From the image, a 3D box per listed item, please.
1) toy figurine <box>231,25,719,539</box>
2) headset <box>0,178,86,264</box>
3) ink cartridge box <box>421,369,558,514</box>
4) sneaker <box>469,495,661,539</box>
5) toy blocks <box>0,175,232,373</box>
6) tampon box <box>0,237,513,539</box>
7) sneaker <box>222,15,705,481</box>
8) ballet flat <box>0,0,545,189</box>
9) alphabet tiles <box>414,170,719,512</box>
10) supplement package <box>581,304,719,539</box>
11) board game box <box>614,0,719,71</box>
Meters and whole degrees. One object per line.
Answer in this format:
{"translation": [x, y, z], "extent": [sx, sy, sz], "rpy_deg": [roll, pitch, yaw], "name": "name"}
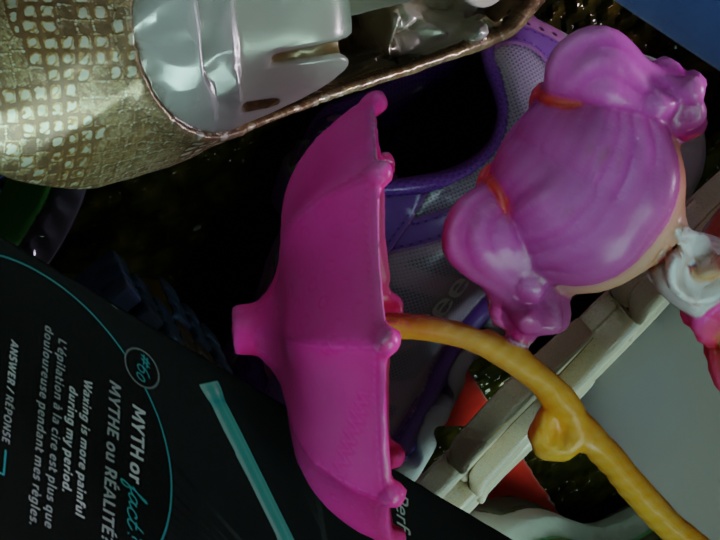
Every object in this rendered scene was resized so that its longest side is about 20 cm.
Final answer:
{"translation": [0.070, 0.019, 0.660], "extent": [0.184, 0.150, 0.200], "rpy_deg": [35, 96, -12], "name": "toy figurine"}
{"translation": [-0.154, -0.045, 0.671], "extent": [0.200, 0.094, 0.124], "rpy_deg": [7, 91, -40], "name": "headset"}
{"translation": [-0.030, 0.116, 0.954], "extent": [0.200, 0.050, 0.162], "rpy_deg": [-32, 142, 1], "name": "ink cartridge box"}
{"translation": [0.100, 0.127, 1.011], "extent": [0.200, 0.089, 0.077], "rpy_deg": [0, 121, -47], "name": "sneaker"}
{"translation": [-0.093, 0.047, 0.786], "extent": [0.137, 0.100, 0.200], "rpy_deg": [-38, 115, 4], "name": "toy blocks"}
{"translation": [-0.050, 0.120, 0.678], "extent": [0.200, 0.150, 0.126], "rpy_deg": [32, 130, -32], "name": "tampon box"}
{"translation": [0.000, 0.000, 0.842], "extent": [0.200, 0.080, 0.088], "rpy_deg": [-47, 133, 6], "name": "sneaker"}
{"translation": [-0.017, -0.068, 0.714], "extent": [0.200, 0.065, 0.071], "rpy_deg": [-28, 109, -49], "name": "ballet flat"}
{"translation": [0.059, 0.032, 0.866], "extent": [0.200, 0.015, 0.196], "rpy_deg": [-50, 172, 36], "name": "alphabet tiles"}
{"translation": [0.186, 0.014, 0.947], "extent": [0.120, 0.121, 0.200], "rpy_deg": [14, 121, -42], "name": "supplement package"}
{"translation": [0.109, -0.128, 0.710], "extent": [0.158, 0.200, 0.039], "rpy_deg": [-59, 161, 13], "name": "board game box"}
